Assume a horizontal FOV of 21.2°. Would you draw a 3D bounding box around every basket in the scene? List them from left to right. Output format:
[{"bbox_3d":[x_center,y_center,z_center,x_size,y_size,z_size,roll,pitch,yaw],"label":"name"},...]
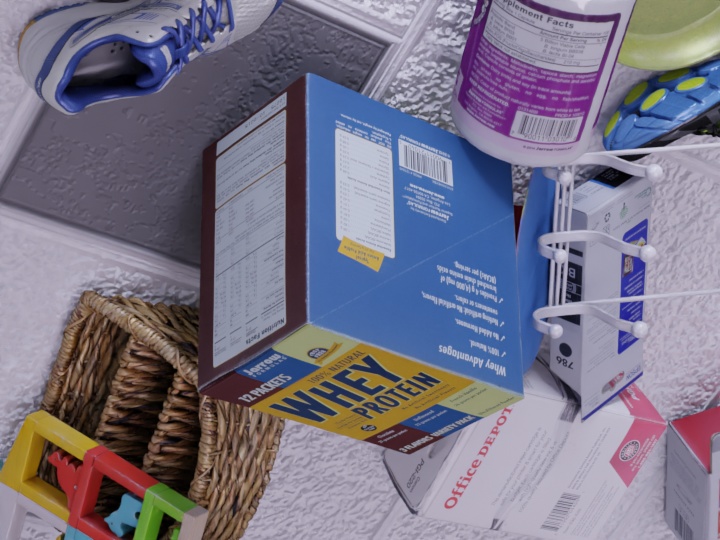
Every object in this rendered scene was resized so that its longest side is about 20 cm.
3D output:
[{"bbox_3d":[-0.161,0.137,1.482,0.148,0.143,0.201,10,118,-30],"label":"basket"}]

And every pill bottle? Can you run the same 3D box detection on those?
[{"bbox_3d":[0.138,-0.185,1.391,0.112,0.112,0.201,-2,128,-23],"label":"pill bottle"}]

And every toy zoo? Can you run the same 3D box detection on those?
[{"bbox_3d":[-0.214,0.196,1.478,0.020,0.200,0.132,-19,132,-57],"label":"toy zoo"}]

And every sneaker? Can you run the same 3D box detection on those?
[{"bbox_3d":[-0.133,-0.157,1.325,0.199,0.088,0.075,-25,128,-9],"label":"sneaker"},{"bbox_3d":[0.290,-0.129,1.548,0.199,0.071,0.083,-24,123,-12],"label":"sneaker"}]

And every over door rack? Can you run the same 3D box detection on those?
[{"bbox_3d":[0.233,-0.030,1.494,0.199,0.067,0.148,-11,121,-21],"label":"over door rack"}]

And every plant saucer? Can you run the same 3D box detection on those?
[{"bbox_3d":[0.245,-0.249,1.470,0.199,0.031,0.201,-12,128,-16],"label":"plant saucer"}]

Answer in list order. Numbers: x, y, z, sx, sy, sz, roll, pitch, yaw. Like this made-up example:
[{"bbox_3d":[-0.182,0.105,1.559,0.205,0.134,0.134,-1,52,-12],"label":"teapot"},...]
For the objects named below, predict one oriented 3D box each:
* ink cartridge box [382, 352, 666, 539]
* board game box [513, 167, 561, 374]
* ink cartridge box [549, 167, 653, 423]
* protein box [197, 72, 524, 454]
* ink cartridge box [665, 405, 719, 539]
[{"bbox_3d":[0.141,0.149,1.667,0.199,0.085,0.146,14,116,-33],"label":"ink cartridge box"},{"bbox_3d":[0.124,-0.017,1.519,0.039,0.158,0.201,8,137,16],"label":"board game box"},{"bbox_3d":[0.199,0.018,1.594,0.099,0.039,0.201,-31,130,-42],"label":"ink cartridge box"},{"bbox_3d":[0.000,0.000,1.397,0.198,0.201,0.135,19,146,-33],"label":"protein box"},{"bbox_3d":[0.392,0.167,1.795,0.199,0.084,0.176,-16,128,-14],"label":"ink cartridge box"}]
